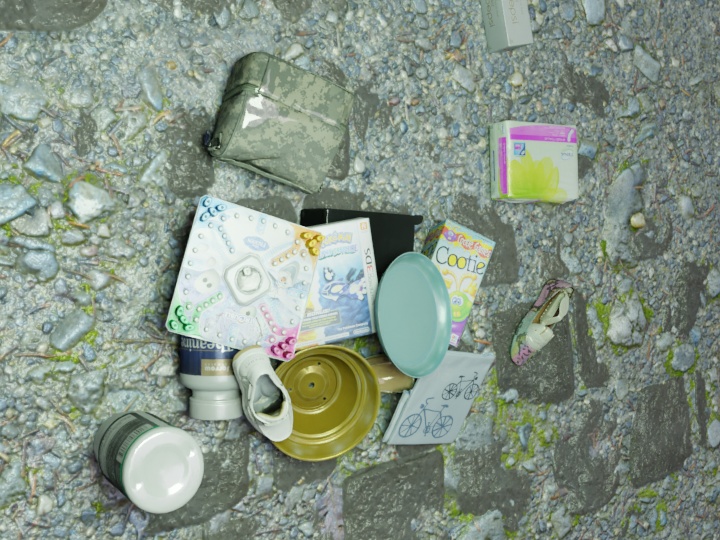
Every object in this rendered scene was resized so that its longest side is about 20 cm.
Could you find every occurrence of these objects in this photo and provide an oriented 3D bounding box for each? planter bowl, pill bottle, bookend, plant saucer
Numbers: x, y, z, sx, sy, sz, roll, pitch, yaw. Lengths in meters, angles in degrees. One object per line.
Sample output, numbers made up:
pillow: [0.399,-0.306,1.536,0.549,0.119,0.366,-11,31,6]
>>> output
planter bowl: [-0.073,0.203,1.360,0.197,0.083,0.204,-5,107,-16]
pill bottle: [-0.220,0.120,1.265,0.110,0.110,0.204,0,91,-31]
bookend: [0.000,0.000,1.411,0.197,0.092,0.202,1,92,-33]
plant saucer: [0.083,0.072,1.347,0.199,0.027,0.204,8,80,-49]
pill bottle: [-0.304,0.261,1.163,0.112,0.199,0.115,0,91,-31]

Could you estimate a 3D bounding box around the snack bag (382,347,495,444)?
snack bag: [0.142,0.225,1.481,0.187,0.021,0.202,10,110,-43]

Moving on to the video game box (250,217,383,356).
video game box: [-0.068,0.023,1.292,0.197,0.047,0.185,-11,95,-21]

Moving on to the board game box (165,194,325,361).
board game box: [-0.164,0.014,1.214,0.197,0.026,0.203,17,84,-22]

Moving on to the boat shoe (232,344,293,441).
boat shoe: [-0.137,0.200,1.228,0.070,0.069,0.202,-28,135,-12]

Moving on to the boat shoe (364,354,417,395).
boat shoe: [0.072,0.186,1.467,0.197,0.076,0.073,-1,91,-31]

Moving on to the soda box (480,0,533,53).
soda box: [0.272,-0.528,1.589,0.067,0.063,0.203,-16,98,-30]

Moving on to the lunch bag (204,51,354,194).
lunch bag: [-0.129,-0.225,1.300,0.198,0.139,0.170,19,80,-29]

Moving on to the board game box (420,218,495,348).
board game box: [0.147,0.027,1.482,0.102,0.105,0.203,24,77,-9]

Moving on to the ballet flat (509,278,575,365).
ballet flat: [0.368,0.101,1.652,0.069,0.071,0.201,44,70,-25]

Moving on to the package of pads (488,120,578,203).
package of pads: [0.345,-0.210,1.635,0.197,0.068,0.157,-3,92,-31]
